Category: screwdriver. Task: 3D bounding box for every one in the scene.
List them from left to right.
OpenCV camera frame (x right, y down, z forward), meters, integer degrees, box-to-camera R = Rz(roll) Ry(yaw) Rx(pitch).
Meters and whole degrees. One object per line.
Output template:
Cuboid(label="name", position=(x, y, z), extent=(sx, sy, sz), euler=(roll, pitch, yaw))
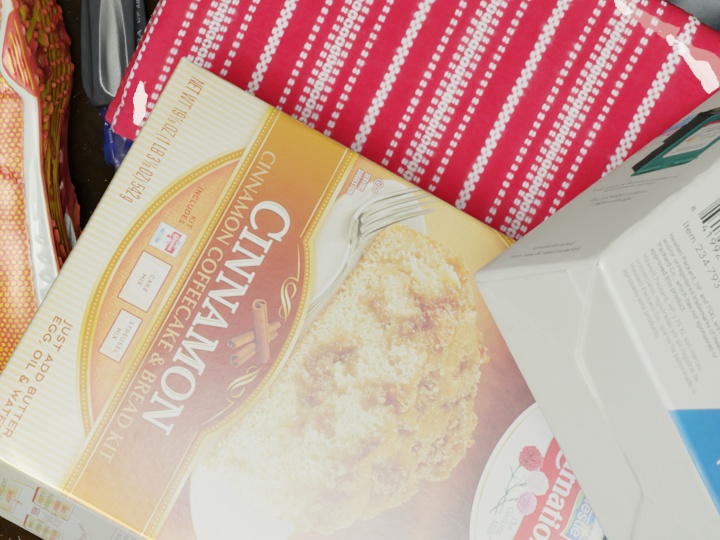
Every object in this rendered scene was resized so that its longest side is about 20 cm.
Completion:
Cuboid(label="screwdriver", position=(-0.095, -0.025, 0.920), extent=(0.028, 0.029, 0.201), euler=(-2, 96, -2))

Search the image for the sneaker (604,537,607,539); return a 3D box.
Cuboid(label="sneaker", position=(0.062, 0.154, 0.901), extent=(0.071, 0.073, 0.201), euler=(12, 93, -12))

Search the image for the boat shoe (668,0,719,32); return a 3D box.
Cuboid(label="boat shoe", position=(0.171, -0.158, 0.897), extent=(0.084, 0.069, 0.200), euler=(36, 91, -2))

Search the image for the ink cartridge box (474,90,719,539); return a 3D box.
Cuboid(label="ink cartridge box", position=(0.147, -0.002, 0.767), extent=(0.200, 0.067, 0.117), euler=(-35, 104, -31))

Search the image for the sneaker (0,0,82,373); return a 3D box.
Cuboid(label="sneaker", position=(-0.149, -0.048, 0.894), extent=(0.077, 0.073, 0.201), euler=(-4, 89, 9))

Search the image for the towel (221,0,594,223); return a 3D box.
Cuboid(label="towel", position=(0.000, 0.000, 0.880), extent=(0.146, 0.022, 0.201), euler=(14, 115, 2))

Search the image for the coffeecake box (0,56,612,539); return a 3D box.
Cuboid(label="coffeecake box", position=(-0.012, 0.048, 0.783), extent=(0.199, 0.073, 0.154), euler=(29, 68, -3))

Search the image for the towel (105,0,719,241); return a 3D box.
Cuboid(label="towel", position=(0.022, -0.064, 0.829), extent=(0.199, 0.022, 0.145), euler=(28, 113, -3))
